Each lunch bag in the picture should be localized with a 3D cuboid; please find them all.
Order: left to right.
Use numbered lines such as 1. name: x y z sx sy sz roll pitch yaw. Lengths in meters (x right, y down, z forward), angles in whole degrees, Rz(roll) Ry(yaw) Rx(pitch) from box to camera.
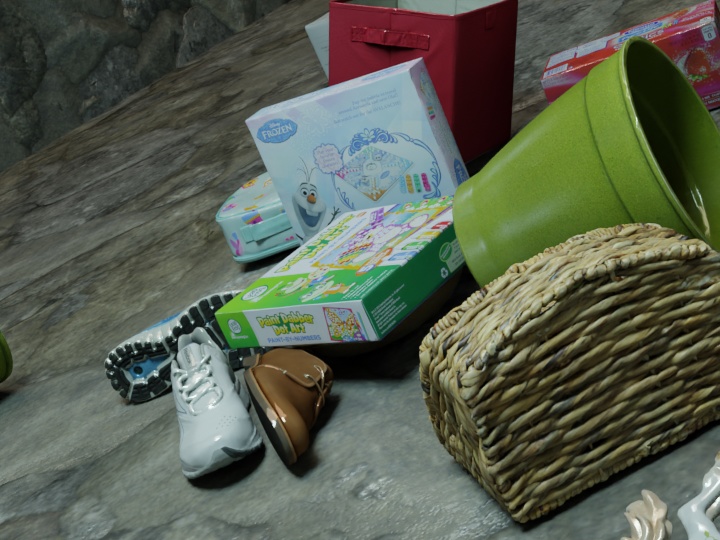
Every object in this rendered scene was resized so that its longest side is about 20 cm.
1. lunch bag: -0.072 -0.077 1.675 0.199 0.077 0.161 -19 19 15

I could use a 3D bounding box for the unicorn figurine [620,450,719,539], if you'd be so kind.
1. unicorn figurine: 0.220 0.144 0.692 0.200 0.074 0.138 -29 21 38

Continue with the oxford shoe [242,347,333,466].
1. oxford shoe: -0.056 0.101 1.159 0.071 0.072 0.200 -20 16 -1

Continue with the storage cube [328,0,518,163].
1. storage cube: 0.076 -0.235 1.653 0.170 0.181 0.200 12 22 27

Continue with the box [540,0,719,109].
1. box: 0.310 -0.214 1.537 0.199 0.096 0.100 -17 19 20

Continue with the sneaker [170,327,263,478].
1. sneaker: -0.136 0.113 1.196 0.074 0.087 0.200 -24 19 -5

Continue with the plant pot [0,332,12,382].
1. plant pot: -0.525 0.118 1.534 0.200 0.201 0.193 -6 37 44

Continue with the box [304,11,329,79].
1. box: 0.049 -0.422 2.417 0.199 0.131 0.199 -9 23 41

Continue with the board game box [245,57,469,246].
1. board game box: 0.008 -0.094 1.415 0.199 0.200 0.043 -12 21 31

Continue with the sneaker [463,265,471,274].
1. sneaker: 0.154 -0.064 1.288 0.200 0.107 0.075 -13 20 41

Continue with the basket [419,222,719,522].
1. basket: 0.137 0.047 0.935 0.199 0.143 0.149 -26 18 -8

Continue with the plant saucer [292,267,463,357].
1. plant saucer: 0.019 0.025 1.309 0.200 0.036 0.200 -25 21 10

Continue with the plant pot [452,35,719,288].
1. plant pot: 0.186 -0.054 1.129 0.193 0.201 0.200 -28 13 30

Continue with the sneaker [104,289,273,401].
1. sneaker: -0.161 0.060 1.401 0.199 0.079 0.090 -19 15 15

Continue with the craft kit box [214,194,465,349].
1. craft kit box: 0.000 0.000 1.260 0.197 0.049 0.200 -11 22 47
